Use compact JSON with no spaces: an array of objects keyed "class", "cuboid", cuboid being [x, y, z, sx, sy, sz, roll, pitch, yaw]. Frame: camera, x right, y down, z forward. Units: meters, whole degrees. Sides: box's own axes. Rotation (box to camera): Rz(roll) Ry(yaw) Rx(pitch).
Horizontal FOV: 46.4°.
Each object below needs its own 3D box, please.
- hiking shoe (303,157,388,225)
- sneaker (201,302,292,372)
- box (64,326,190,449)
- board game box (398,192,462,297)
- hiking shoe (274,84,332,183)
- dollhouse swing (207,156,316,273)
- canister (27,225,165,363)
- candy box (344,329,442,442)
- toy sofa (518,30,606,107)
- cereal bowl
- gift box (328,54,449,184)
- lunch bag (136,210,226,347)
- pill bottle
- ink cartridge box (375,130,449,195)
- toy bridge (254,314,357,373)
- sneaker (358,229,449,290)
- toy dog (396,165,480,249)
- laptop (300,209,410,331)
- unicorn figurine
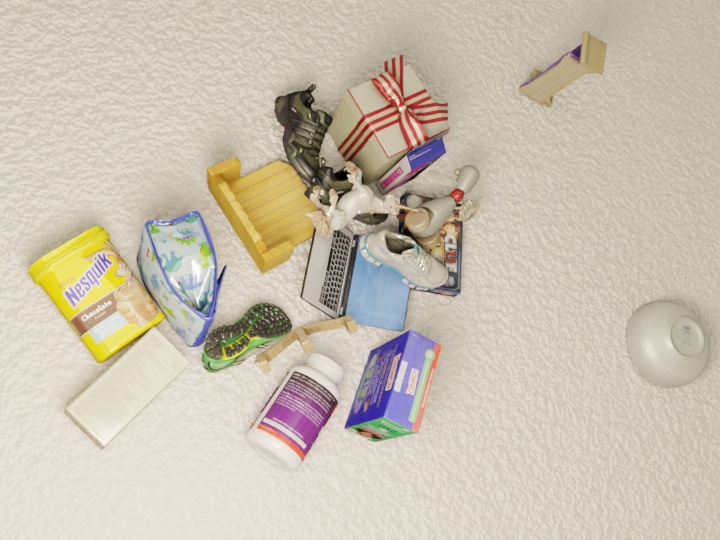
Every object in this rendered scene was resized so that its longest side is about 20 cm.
[{"class":"hiking shoe","cuboid":[-0.010,-0.155,1.661,0.200,0.076,0.101,15,105,-40]},{"class":"sneaker","cuboid":[-0.212,0.123,1.543,0.200,0.085,0.078,-22,68,-39]},{"class":"box","cuboid":[-0.398,0.201,1.440,0.095,0.078,0.200,47,64,-2]},{"class":"board game box","cuboid":[0.145,-0.054,1.748,0.135,0.035,0.200,10,71,-18]},{"class":"hiking shoe","cuboid":[-0.102,-0.272,1.671,0.101,0.076,0.200,-22,80,18]},{"class":"dollhouse swing","cuboid":[-0.163,-0.128,1.591,0.176,0.182,0.200,-31,86,-14]},{"class":"canister","cuboid":[-0.455,0.043,1.464,0.149,0.087,0.200,-37,90,-26]},{"class":"candy box","cuboid":[0.059,0.216,1.541,0.077,0.200,0.169,25,67,-12]},{"class":"toy sofa","cuboid":[0.453,-0.457,1.898,0.098,0.200,0.083,21,68,-19]},{"class":"cereal bowl","cuboid":[0.697,0.158,1.866,0.200,0.083,0.200,6,73,-18]},{"class":"gift box","cuboid":[0.061,-0.310,1.711,0.200,0.187,0.185,-34,88,-25]},{"class":"lunch bag","cuboid":[-0.306,0.021,1.473,0.127,0.170,0.200,-14,74,-23]},{"class":"pill bottle","cuboid":[-0.111,0.251,1.515,0.112,0.112,0.200,37,65,-7]},{"class":"ink cartridge box","cuboid":[0.108,-0.214,1.692,0.095,0.200,0.037,-30,86,-25]},{"class":"toy bridge","cuboid":[-0.107,0.131,1.576,0.200,0.067,0.027,-24,116,-8]},{"class":"sneaker","cuboid":[0.099,-0.022,1.636,0.200,0.087,0.075,24,64,-24]},{"class":"toy dog","cuboid":[0.150,-0.137,1.707,0.096,0.132,0.200,31,53,33]},{"class":"laptop","cuboid":[0.000,0.000,1.628,0.200,0.116,0.187,37,57,-50]},{"class":"unicorn figurine","cuboid":[-0.010,-0.133,1.598,0.200,0.137,0.074,-29,40,-4]}]
